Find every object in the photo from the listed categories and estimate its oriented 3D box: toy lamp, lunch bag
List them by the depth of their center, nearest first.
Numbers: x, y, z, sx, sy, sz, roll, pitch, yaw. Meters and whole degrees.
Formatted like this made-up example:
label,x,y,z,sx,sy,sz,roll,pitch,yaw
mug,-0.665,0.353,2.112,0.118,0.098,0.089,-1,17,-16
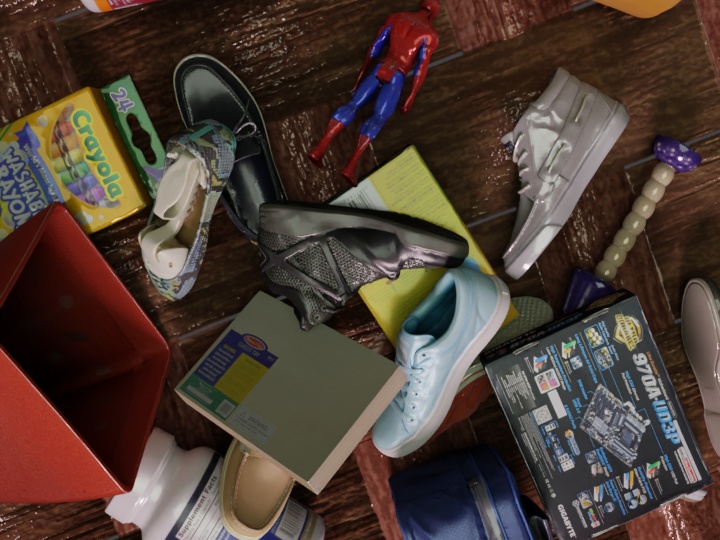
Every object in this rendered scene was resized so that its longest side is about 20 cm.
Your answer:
label,x,y,z,sx,sy,sz,roll,pitch,yaw
lunch bag,0.110,0.249,0.948,0.131,0.200,0.137,-21,92,-2
toy lamp,0.265,-0.036,0.990,0.058,0.058,0.202,30,93,-5

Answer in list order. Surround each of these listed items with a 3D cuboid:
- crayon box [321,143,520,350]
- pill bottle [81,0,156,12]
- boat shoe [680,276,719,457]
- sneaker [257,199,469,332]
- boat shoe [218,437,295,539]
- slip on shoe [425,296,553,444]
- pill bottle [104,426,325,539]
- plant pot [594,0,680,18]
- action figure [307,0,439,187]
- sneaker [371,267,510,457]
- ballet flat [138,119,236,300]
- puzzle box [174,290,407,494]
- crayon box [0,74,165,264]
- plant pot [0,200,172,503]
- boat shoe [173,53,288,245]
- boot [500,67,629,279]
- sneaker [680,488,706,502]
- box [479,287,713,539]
label,x,y,z,sx,sy,sz,roll,pitch,yaw
crayon box,0.053,-0.007,0.988,0.126,0.051,0.201,-33,97,3
pill bottle,-0.167,-0.312,0.910,0.197,0.113,0.115,-12,98,-1
boat shoe,0.375,0.096,1.009,0.056,0.067,0.203,-18,103,-15
sneaker,0.000,0.000,0.926,0.196,0.076,0.116,5,101,0
boat shoe,-0.077,0.156,0.948,0.073,0.066,0.202,26,61,-13
slip on shoe,0.114,0.100,1.003,0.199,0.074,0.061,-41,132,-2
pill bottle,-0.144,0.247,0.982,0.199,0.116,0.116,33,95,-5
plant pot,0.221,-0.329,0.892,0.182,0.200,0.202,26,96,-20
action figure,0.022,-0.179,0.956,0.065,0.052,0.202,28,83,18
sneaker,0.053,0.080,0.922,0.081,0.074,0.202,23,101,-38
ballet flat,-0.176,-0.050,0.933,0.073,0.075,0.202,19,119,-4
puzzle box,-0.069,0.106,0.923,0.133,0.199,0.026,-49,138,-18
crayon box,-0.291,-0.092,0.965,0.198,0.052,0.127,-25,98,1
plant pot,-0.313,0.095,0.905,0.174,0.201,0.201,-23,120,16
boat shoe,-0.123,-0.117,0.963,0.074,0.062,0.202,-23,96,3
boot,0.173,-0.098,0.977,0.095,0.074,0.201,33,87,0
sneaker,0.293,0.140,1.005,0.199,0.071,0.113,36,98,-4
box,0.223,0.142,0.947,0.157,0.046,0.202,-25,97,2
